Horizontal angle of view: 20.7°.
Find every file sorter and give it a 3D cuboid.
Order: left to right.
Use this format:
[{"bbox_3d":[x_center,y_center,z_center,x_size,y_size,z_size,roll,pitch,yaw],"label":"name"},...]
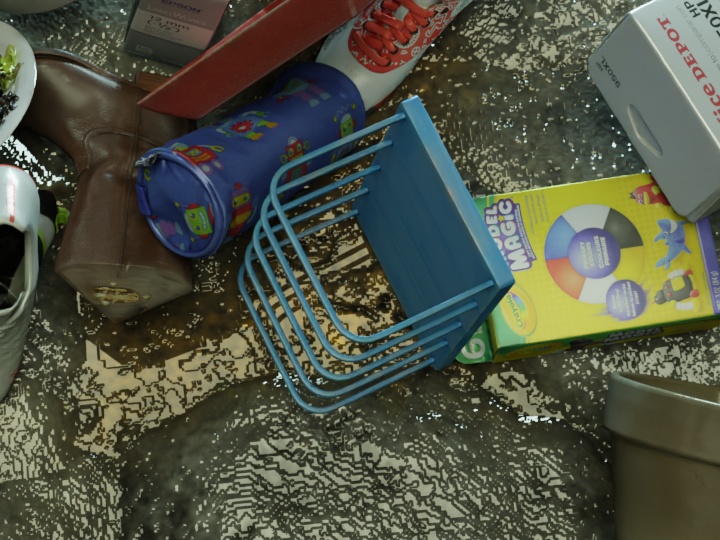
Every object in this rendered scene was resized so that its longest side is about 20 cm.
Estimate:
[{"bbox_3d":[0.000,0.000,1.336,0.122,0.200,0.140,-24,78,-16],"label":"file sorter"}]

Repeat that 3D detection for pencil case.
[{"bbox_3d":[-0.079,-0.079,1.376,0.086,0.079,0.200,14,32,29],"label":"pencil case"}]

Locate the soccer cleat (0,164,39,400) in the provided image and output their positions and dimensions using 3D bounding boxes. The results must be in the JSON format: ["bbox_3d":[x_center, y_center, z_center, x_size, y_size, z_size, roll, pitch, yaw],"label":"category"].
[{"bbox_3d":[-0.255,0.023,1.340,0.068,0.201,0.085,7,32,-16],"label":"soccer cleat"}]

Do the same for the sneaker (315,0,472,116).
[{"bbox_3d":[0.035,-0.198,1.442,0.201,0.108,0.067,-44,81,-12],"label":"sneaker"}]

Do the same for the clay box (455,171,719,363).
[{"bbox_3d":[0.157,-0.003,1.429,0.198,0.048,0.116,-9,75,-6],"label":"clay box"}]

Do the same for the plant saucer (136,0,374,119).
[{"bbox_3d":[-0.036,-0.180,1.362,0.037,0.199,0.200,54,36,-8],"label":"plant saucer"}]

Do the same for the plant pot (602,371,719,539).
[{"bbox_3d":[0.251,0.173,1.330,0.198,0.200,0.175,10,91,0],"label":"plant pot"}]

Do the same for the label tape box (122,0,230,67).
[{"bbox_3d":[-0.113,-0.244,1.397,0.066,0.200,0.145,15,75,-9],"label":"label tape box"}]

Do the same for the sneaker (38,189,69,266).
[{"bbox_3d":[-0.306,-0.051,1.424,0.198,0.072,0.083,21,45,5],"label":"sneaker"}]

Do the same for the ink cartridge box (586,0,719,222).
[{"bbox_3d":[0.287,-0.146,1.428,0.199,0.084,0.145,-27,78,-26],"label":"ink cartridge box"}]

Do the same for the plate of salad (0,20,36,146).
[{"bbox_3d":[-0.322,-0.118,1.367,0.198,0.048,0.201,-10,45,11],"label":"plate of salad"}]

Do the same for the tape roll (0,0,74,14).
[{"bbox_3d":[-0.234,-0.288,1.446,0.201,0.037,0.205,-9,68,23],"label":"tape roll"}]

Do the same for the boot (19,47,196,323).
[{"bbox_3d":[-0.205,-0.059,1.386,0.184,0.064,0.201,4,54,-4],"label":"boot"}]
